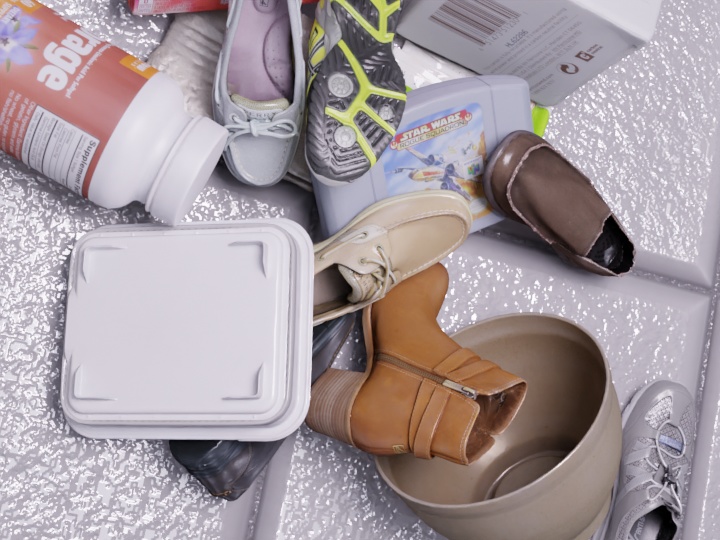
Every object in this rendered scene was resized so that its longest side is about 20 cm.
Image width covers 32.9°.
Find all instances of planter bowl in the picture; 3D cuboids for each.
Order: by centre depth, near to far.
[{"bbox_3d":[0.126,0.152,0.990,0.200,0.200,0.135,-42,124,-17],"label":"planter bowl"}]

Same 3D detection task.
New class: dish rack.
[{"bbox_3d":[-0.138,0.041,0.924,0.199,0.044,0.172,-2,78,13],"label":"dish rack"}]

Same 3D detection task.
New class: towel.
[{"bbox_3d":[-0.073,-0.156,1.017,0.200,0.034,0.133,29,76,-7],"label":"towel"}]

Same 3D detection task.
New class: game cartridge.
[{"bbox_3d":[0.057,-0.084,1.011,0.199,0.042,0.134,-22,127,-17],"label":"game cartridge"}]

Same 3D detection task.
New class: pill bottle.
[{"bbox_3d":[-0.206,-0.118,0.919,0.200,0.112,0.112,29,76,-3],"label":"pill bottle"}]

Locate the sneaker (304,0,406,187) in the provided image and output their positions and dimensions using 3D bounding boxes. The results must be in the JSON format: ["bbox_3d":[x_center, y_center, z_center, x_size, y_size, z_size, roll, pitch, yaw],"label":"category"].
[{"bbox_3d":[-0.008,-0.148,0.955,0.075,0.076,0.201,16,61,-13],"label":"sneaker"}]

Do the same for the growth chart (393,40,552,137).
[{"bbox_3d":[0.071,-0.126,1.076,0.199,0.018,0.145,18,80,-15],"label":"growth chart"}]

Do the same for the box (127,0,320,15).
[{"bbox_3d":[-0.094,-0.277,0.972,0.199,0.096,0.100,-9,63,-24],"label":"box"}]

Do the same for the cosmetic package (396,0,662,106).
[{"bbox_3d":[0.156,-0.281,1.030,0.166,0.167,0.201,23,72,-15],"label":"cosmetic package"}]

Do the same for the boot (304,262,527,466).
[{"bbox_3d":[0.065,0.072,0.968,0.200,0.154,0.074,-56,136,-30],"label":"boot"}]

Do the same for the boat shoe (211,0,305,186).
[{"bbox_3d":[-0.076,-0.154,0.932,0.074,0.065,0.203,8,117,-3],"label":"boat shoe"}]

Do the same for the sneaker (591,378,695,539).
[{"bbox_3d":[0.264,0.194,1.073,0.075,0.082,0.201,18,79,-16],"label":"sneaker"}]

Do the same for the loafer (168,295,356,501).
[{"bbox_3d":[-0.069,0.097,0.990,0.200,0.073,0.072,-46,131,-22],"label":"loafer"}]

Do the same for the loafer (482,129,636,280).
[{"bbox_3d":[0.179,-0.053,1.031,0.200,0.071,0.073,31,90,-44],"label":"loafer"}]

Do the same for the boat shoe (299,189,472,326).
[{"bbox_3d":[0.000,0.000,0.964,0.199,0.065,0.072,-22,124,0],"label":"boat shoe"}]
